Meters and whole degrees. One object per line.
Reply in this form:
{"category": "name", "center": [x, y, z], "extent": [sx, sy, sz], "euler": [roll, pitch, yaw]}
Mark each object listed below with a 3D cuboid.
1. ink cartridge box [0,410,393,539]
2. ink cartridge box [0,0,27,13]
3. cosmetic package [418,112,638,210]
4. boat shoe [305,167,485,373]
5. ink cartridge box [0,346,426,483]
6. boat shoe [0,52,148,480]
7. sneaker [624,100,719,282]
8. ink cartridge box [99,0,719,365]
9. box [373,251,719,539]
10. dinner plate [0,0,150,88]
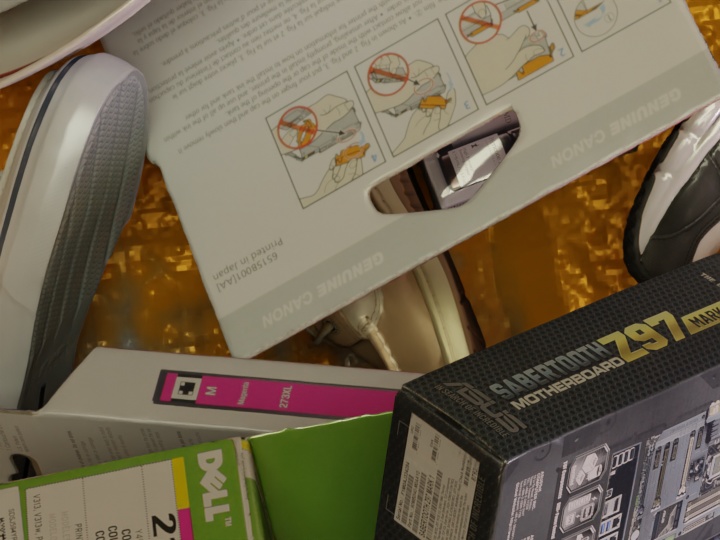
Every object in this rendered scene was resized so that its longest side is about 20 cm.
{"category": "ink cartridge box", "center": [-0.021, 0.125, 0.843], "extent": [0.200, 0.148, 0.076], "euler": [-11, 44, 1]}
{"category": "ink cartridge box", "center": [-0.079, -0.169, 0.908], "extent": [0.200, 0.160, 0.047], "euler": [-21, 124, 31]}
{"category": "cosmetic package", "center": [0.034, -0.127, 0.986], "extent": [0.082, 0.051, 0.200], "euler": [-20, 84, -1]}
{"category": "boat shoe", "center": [0.000, 0.000, 0.969], "extent": [0.064, 0.071, 0.200], "euler": [-23, 74, 4]}
{"category": "ink cartridge box", "center": [-0.035, 0.070, 0.912], "extent": [0.200, 0.095, 0.037], "euler": [2, 54, 11]}
{"category": "boat shoe", "center": [-0.133, 0.005, 0.931], "extent": [0.067, 0.074, 0.200], "euler": [26, 119, 11]}
{"category": "sneaker", "center": [0.175, -0.066, 0.957], "extent": [0.080, 0.074, 0.200], "euler": [40, 87, 3]}
{"category": "ink cartridge box", "center": [0.015, -0.083, 0.916], "extent": [0.200, 0.044, 0.174], "euler": [-29, 69, 15]}
{"category": "box", "center": [0.070, 0.105, 0.835], "extent": [0.051, 0.158, 0.200], "euler": [35, 130, 37]}
{"category": "dinner plate", "center": [-0.102, -0.121, 0.937], "extent": [0.200, 0.200, 0.024], "euler": [-40, 119, -2]}
